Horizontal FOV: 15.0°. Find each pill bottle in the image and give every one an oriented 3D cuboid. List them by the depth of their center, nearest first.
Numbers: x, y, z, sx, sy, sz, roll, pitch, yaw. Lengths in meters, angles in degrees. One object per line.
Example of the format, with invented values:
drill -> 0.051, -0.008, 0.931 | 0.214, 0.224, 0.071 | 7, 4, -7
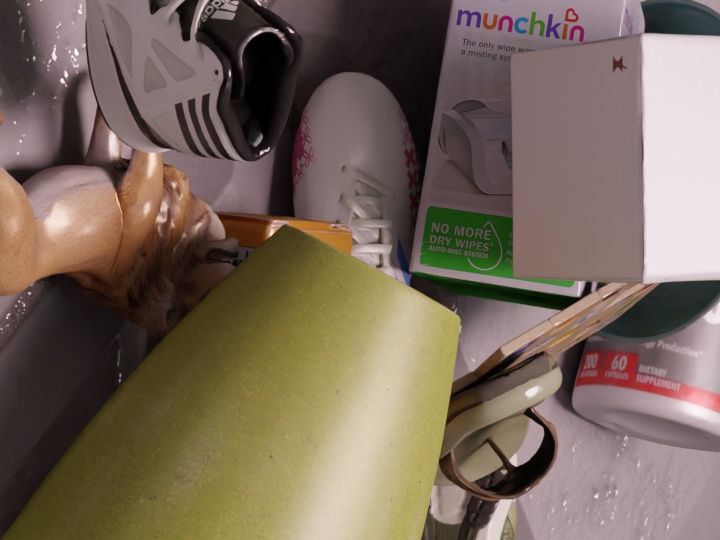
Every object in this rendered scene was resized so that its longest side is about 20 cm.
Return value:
pill bottle -> 0.209, 0.005, 1.722 | 0.114, 0.114, 0.200 | 31, 70, -55

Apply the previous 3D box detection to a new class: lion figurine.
lion figurine -> -0.136, -0.023, 1.241 | 0.200, 0.072, 0.123 | -5, 109, -42

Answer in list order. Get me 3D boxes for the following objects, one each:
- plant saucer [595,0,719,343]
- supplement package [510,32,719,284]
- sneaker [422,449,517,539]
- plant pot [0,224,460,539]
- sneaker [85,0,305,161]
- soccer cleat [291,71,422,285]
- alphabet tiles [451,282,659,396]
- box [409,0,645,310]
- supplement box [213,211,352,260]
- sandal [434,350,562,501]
plant saucer -> 0.176, -0.056, 1.578 | 0.036, 0.200, 0.200 | 8, 90, -38
supplement package -> 0.187, -0.054, 1.351 | 0.200, 0.117, 0.117 | 0, 91, -29
sneaker -> 0.059, 0.180, 1.573 | 0.089, 0.077, 0.200 | 26, 77, -66
plant pot -> -0.041, 0.088, 1.244 | 0.187, 0.187, 0.200 | 32, 85, -55
sneaker -> -0.077, -0.134, 1.145 | 0.076, 0.115, 0.201 | -37, 122, -30
soccer cleat -> 0.000, 0.000, 1.414 | 0.086, 0.070, 0.200 | -118, -151, -78
alphabet tiles -> 0.094, 0.040, 1.454 | 0.200, 0.167, 0.008 | -29, 81, -27
box -> 0.093, -0.072, 1.487 | 0.200, 0.097, 0.177 | 29, 71, -81
supplement box -> -0.056, 0.071, 1.369 | 0.067, 0.069, 0.200 | 3, 96, -52
sandal -> 0.070, 0.092, 1.435 | 0.080, 0.057, 0.201 | -32, 172, -8
